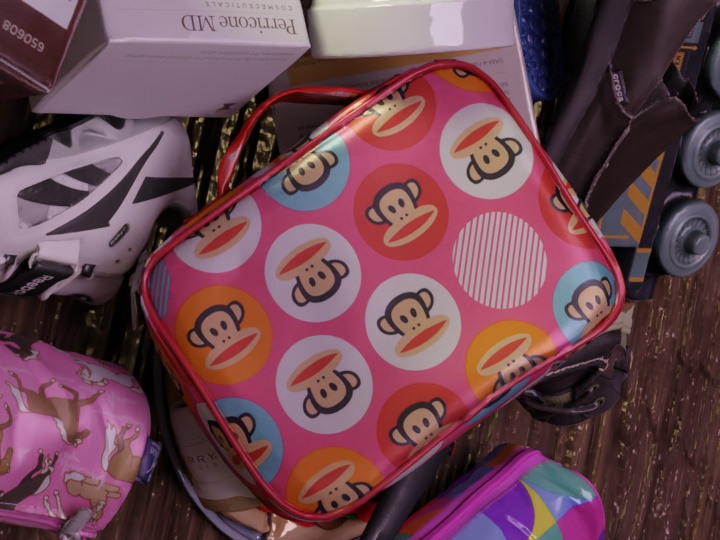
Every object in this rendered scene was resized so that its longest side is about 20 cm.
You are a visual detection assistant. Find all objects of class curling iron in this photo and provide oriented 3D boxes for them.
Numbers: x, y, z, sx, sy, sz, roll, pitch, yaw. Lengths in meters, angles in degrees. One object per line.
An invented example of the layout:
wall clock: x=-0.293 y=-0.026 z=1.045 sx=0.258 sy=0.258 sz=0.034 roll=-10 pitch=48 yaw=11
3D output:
curling iron: x=0.044 y=0.090 z=1.229 sx=0.200 sy=0.026 sz=0.050 roll=-54 pitch=135 yaw=-47

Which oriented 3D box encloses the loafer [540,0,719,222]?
loafer: x=0.138 y=-0.081 z=1.207 sx=0.073 sy=0.071 sz=0.200 roll=-56 pitch=166 yaw=-65

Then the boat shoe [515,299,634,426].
boat shoe: x=0.111 y=0.050 z=1.239 sx=0.200 sy=0.073 sz=0.065 roll=-9 pitch=94 yaw=-70

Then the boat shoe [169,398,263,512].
boat shoe: x=-0.011 y=0.037 z=1.142 sx=0.200 sy=0.071 sz=0.069 roll=-38 pitch=112 yaw=-35

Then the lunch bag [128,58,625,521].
lunch bag: x=0.000 y=0.000 z=1.062 sx=0.200 sy=0.082 sz=0.176 roll=-33 pitch=88 yaw=-8

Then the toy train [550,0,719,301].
toy train: x=0.153 y=-0.078 z=1.303 sx=0.114 sy=0.085 sz=0.200 roll=1 pitch=111 yaw=-36

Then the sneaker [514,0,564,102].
sneaker: x=0.067 y=-0.162 z=1.267 sx=0.070 sy=0.078 sz=0.200 roll=47 pitch=38 yaw=-39

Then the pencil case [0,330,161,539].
pencil case: x=-0.188 y=0.065 z=1.023 sx=0.200 sy=0.087 sz=0.083 roll=16 pitch=108 yaw=-40

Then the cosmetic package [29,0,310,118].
cosmetic package: x=-0.104 y=-0.175 z=1.060 sx=0.108 sy=0.085 sz=0.200 roll=-3 pitch=71 yaw=-34

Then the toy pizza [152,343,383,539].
toy pizza: x=-0.020 y=0.050 z=1.201 sx=0.200 sy=0.032 sz=0.200 roll=2 pitch=87 yaw=-41

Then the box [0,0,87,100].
box: x=-0.210 y=-0.168 z=0.932 sx=0.164 sy=0.200 sz=0.166 roll=31 pitch=68 yaw=-36

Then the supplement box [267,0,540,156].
supplement box: x=0.015 y=-0.106 z=1.155 sx=0.126 sy=0.074 sz=0.200 roll=-10 pitch=85 yaw=-1

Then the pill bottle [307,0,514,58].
pill bottle: x=0.018 y=-0.199 z=1.062 sx=0.116 sy=0.116 sz=0.200 roll=-9 pitch=98 yaw=-41

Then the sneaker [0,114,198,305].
sneaker: x=-0.147 y=-0.017 z=1.065 sx=0.200 sy=0.074 sz=0.089 roll=-29 pitch=105 yaw=-38

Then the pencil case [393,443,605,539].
pencil case: x=0.042 y=0.166 z=1.217 sx=0.200 sy=0.088 sz=0.088 roll=-34 pitch=110 yaw=-40
